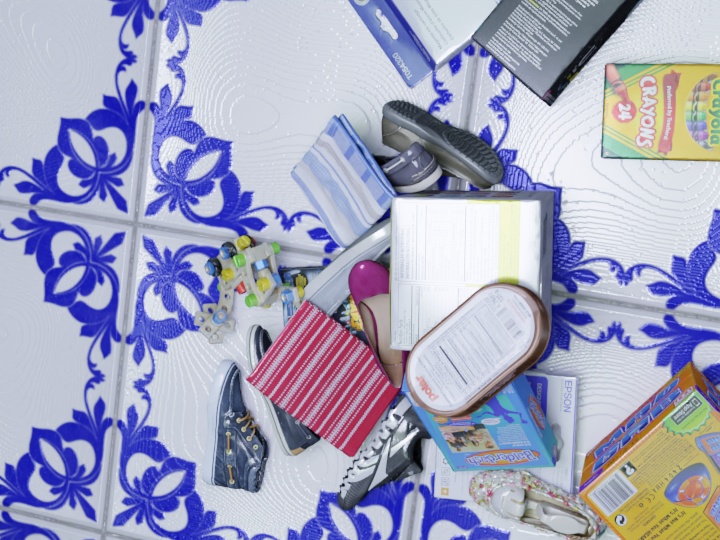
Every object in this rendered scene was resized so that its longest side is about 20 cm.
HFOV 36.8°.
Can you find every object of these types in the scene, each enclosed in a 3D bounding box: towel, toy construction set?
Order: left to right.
[{"bbox_3d":[-0.172,0.024,1.583,0.200,0.092,0.132,-34,80,40],"label":"toy construction set"},{"bbox_3d":[-0.045,0.155,1.535,0.200,0.022,0.145,38,81,-16],"label":"towel"},{"bbox_3d":[-0.028,-0.120,1.514,0.024,0.200,0.147,-32,86,-28],"label":"towel"}]

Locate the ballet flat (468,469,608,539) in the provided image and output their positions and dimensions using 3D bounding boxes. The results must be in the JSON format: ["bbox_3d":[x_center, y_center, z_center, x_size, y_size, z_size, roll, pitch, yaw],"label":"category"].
[{"bbox_3d":[0.242,0.324,1.488,0.199,0.064,0.076,12,102,14],"label":"ballet flat"}]

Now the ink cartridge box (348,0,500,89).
[{"bbox_3d":[0.090,-0.393,1.516,0.200,0.043,0.197,-36,86,14],"label":"ink cartridge box"}]

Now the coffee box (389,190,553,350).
[{"bbox_3d":[0.153,-0.004,1.453,0.196,0.200,0.202,2,97,15],"label":"coffee box"}]

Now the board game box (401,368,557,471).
[{"bbox_3d":[0.161,0.194,1.431,0.151,0.045,0.200,-7,136,24],"label":"board game box"}]

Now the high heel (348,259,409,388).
[{"bbox_3d":[0.032,0.072,1.469,0.067,0.200,0.097,-17,50,8],"label":"high heel"}]

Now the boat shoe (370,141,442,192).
[{"bbox_3d":[0.028,-0.145,1.501,0.199,0.073,0.063,1,131,50],"label":"boat shoe"}]

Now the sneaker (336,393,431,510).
[{"bbox_3d":[0.042,0.283,1.578,0.090,0.066,0.201,36,101,12],"label":"sneaker"}]

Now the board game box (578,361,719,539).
[{"bbox_3d":[0.428,0.272,1.404,0.200,0.200,0.200,-45,83,14],"label":"board game box"}]

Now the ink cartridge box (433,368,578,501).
[{"bbox_3d":[0.207,0.236,1.541,0.198,0.043,0.200,4,98,15],"label":"ink cartridge box"}]

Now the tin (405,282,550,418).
[{"bbox_3d":[0.141,0.097,1.329,0.200,0.042,0.112,-42,63,15],"label":"tin"}]

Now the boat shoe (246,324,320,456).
[{"bbox_3d":[-0.111,0.169,1.566,0.062,0.075,0.201,-19,94,16],"label":"boat shoe"}]

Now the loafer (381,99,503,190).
[{"bbox_3d":[0.111,-0.167,1.524,0.199,0.075,0.070,35,126,18],"label":"loafer"}]

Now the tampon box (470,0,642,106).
[{"bbox_3d":[0.264,-0.335,1.418,0.126,0.150,0.200,43,104,8],"label":"tampon box"}]

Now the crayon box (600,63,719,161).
[{"bbox_3d":[0.423,-0.210,1.439,0.198,0.051,0.128,2,95,14],"label":"crayon box"}]

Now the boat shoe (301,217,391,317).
[{"bbox_3d":[-0.001,0.001,1.512,0.072,0.070,0.201,48,124,-3],"label":"boat shoe"}]

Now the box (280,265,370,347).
[{"bbox_3d":[-0.044,0.093,1.597,0.136,0.040,0.202,-3,94,14],"label":"box"}]

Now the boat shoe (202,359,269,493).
[{"bbox_3d":[-0.181,0.236,1.636,0.090,0.071,0.202,10,104,13],"label":"boat shoe"}]
